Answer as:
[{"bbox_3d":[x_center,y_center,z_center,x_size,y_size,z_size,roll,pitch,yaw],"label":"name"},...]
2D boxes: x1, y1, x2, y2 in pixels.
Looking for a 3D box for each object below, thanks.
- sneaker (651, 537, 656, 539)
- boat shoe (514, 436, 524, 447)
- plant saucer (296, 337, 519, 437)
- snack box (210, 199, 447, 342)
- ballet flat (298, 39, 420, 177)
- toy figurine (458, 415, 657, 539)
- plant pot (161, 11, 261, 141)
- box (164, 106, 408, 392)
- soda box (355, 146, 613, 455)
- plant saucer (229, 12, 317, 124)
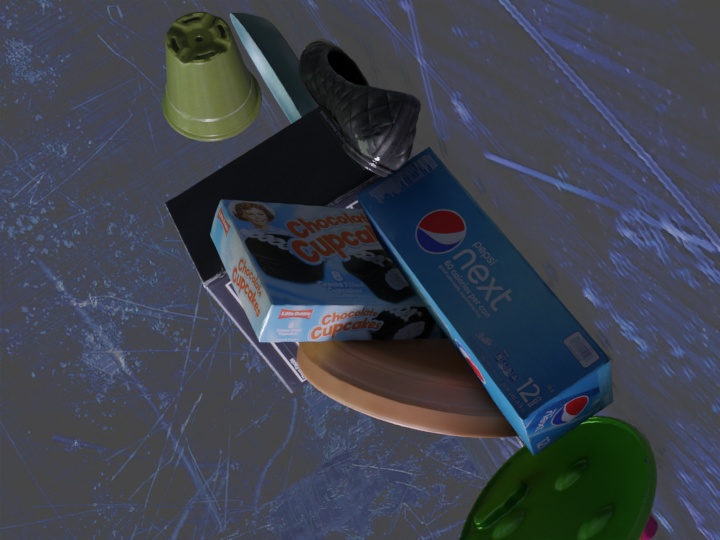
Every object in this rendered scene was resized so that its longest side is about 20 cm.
[{"bbox_3d":[0.202,0.228,0.717,0.081,0.076,0.200,61,174,-31],"label":"sneaker"},{"bbox_3d":[0.124,0.116,0.871,0.200,0.068,0.072,58,177,-27],"label":"boat shoe"},{"bbox_3d":[0.053,0.066,0.676,0.200,0.199,0.032,-129,48,-68],"label":"plant saucer"},{"bbox_3d":[0.000,0.000,0.677,0.116,0.199,0.037,58,135,42],"label":"snack box"},{"bbox_3d":[0.001,-0.128,0.657,0.066,0.057,0.200,27,-161,-30],"label":"ballet flat"},{"bbox_3d":[0.157,0.226,0.591,0.184,0.200,0.150,45,-170,-17],"label":"toy figurine"},{"bbox_3d":[-0.294,-0.384,1.743,0.200,0.200,0.190,56,164,22],"label":"plant pot"},{"bbox_3d":[-0.040,-0.023,0.849,0.123,0.198,0.200,55,176,39],"label":"box"},{"bbox_3d":[0.077,0.015,0.595,0.200,0.064,0.068,56,178,33],"label":"soda box"},{"bbox_3d":[-0.087,-0.226,1.089,0.200,0.036,0.200,58,177,5],"label":"plant saucer"}]
